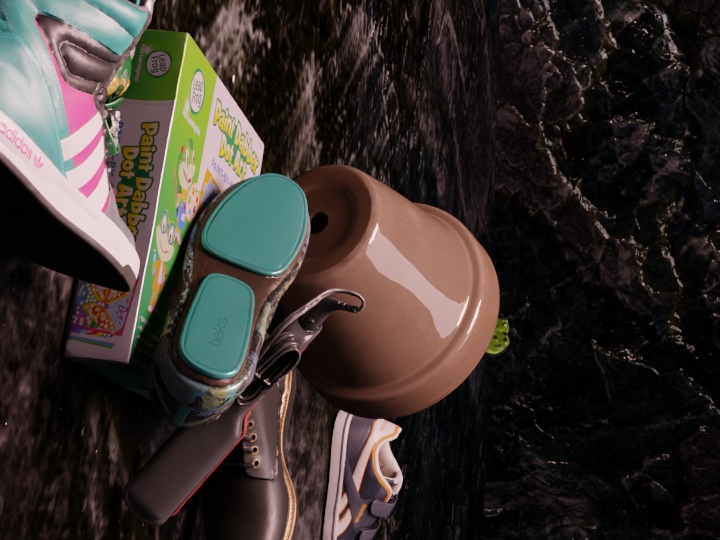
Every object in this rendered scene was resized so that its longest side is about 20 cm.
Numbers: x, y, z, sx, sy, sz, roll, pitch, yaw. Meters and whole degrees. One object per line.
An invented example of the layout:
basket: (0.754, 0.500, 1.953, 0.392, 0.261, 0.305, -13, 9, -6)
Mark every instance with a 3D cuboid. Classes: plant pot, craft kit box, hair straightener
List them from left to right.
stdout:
craft kit box: (-0.116, -0.021, 0.865, 0.200, 0.048, 0.199, 55, 39, -74)
hair straightener: (-0.073, 0.084, 0.850, 0.200, 0.041, 0.077, -43, 177, 5)
plant pot: (0.000, 0.000, 1.166, 0.175, 0.199, 0.202, 50, 44, -50)

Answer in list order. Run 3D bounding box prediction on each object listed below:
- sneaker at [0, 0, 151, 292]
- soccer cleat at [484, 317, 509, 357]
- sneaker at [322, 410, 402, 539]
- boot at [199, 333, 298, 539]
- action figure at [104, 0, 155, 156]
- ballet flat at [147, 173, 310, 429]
sneaker: (-0.138, -0.076, 0.635, 0.200, 0.083, 0.122, 67, 40, -66)
soccer cleat: (0.292, 0.163, 3.015, 0.200, 0.067, 0.082, -55, 162, -69)
sneaker: (0.003, 0.261, 1.531, 0.078, 0.079, 0.202, -39, 136, -76)
boot: (-0.097, 0.122, 0.988, 0.139, 0.077, 0.202, 67, 18, -60)
action figure: (-0.129, -0.158, 0.710, 0.118, 0.054, 0.202, -40, 138, -79)
ballet flat: (-0.082, 0.017, 0.822, 0.201, 0.074, 0.075, -67, 160, -51)
